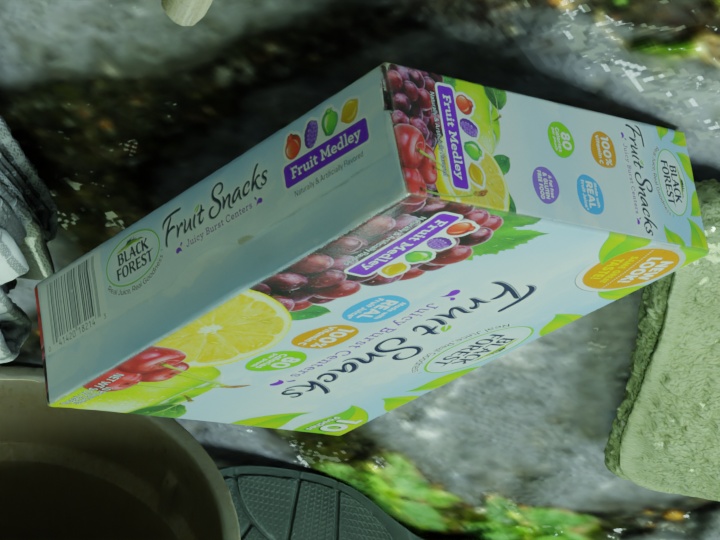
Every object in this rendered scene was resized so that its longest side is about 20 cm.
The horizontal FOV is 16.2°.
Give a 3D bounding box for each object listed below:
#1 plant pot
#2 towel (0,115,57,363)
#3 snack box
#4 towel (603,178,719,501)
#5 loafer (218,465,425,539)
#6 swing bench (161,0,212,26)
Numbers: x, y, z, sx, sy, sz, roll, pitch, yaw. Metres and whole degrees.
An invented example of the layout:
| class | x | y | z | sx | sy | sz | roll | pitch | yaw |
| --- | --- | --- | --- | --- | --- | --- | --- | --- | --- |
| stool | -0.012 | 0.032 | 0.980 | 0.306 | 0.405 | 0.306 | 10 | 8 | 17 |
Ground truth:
| class | x | y | z | sx | sy | sz | roll | pitch | yaw |
| --- | --- | --- | --- | --- | --- | --- | --- | --- | --- |
| plant pot | -0.150 | 0.174 | 1.056 | 0.200 | 0.200 | 0.184 | 7 | 134 | 5 |
| towel | -0.214 | -0.045 | 0.897 | 0.166 | 0.086 | 0.200 | -6 | 143 | 17 |
| snack box | 0.000 | 0.000 | 0.888 | 0.142 | 0.053 | 0.200 | 8 | 154 | -41 |
| towel | 0.172 | 0.039 | 0.950 | 0.148 | 0.036 | 0.200 | 7 | 145 | 3 |
| loafer | 0.006 | 0.145 | 1.119 | 0.200 | 0.072 | 0.063 | 20 | 150 | -17 |
| swing bench | -0.085 | -0.192 | 0.597 | 0.200 | 0.130 | 0.199 | 19 | 140 | -12 |
